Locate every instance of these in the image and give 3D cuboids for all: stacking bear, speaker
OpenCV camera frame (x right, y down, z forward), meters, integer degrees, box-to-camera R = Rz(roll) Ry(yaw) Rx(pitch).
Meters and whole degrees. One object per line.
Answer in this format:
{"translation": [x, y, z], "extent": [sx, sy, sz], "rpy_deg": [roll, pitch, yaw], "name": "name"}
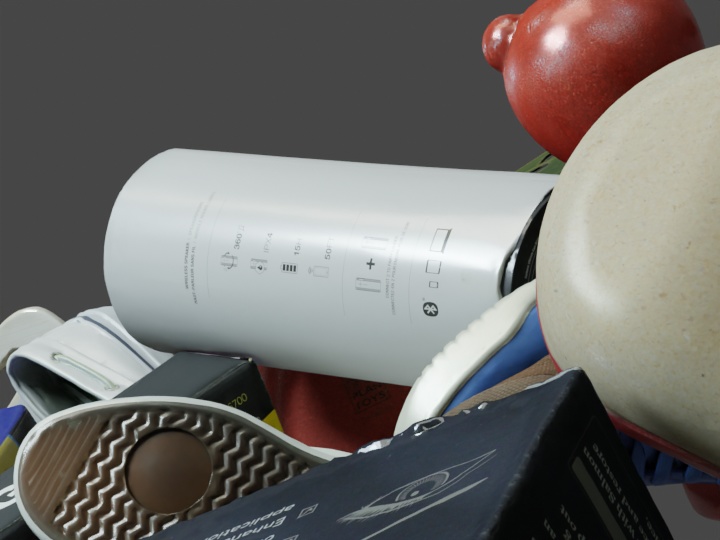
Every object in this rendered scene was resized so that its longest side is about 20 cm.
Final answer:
{"translation": [0.123, -0.020, 1.097], "extent": [0.121, 0.200, 0.114], "rpy_deg": [-28, 7, 25], "name": "stacking bear"}
{"translation": [0.036, 0.049, 1.253], "extent": [0.121, 0.114, 0.200], "rpy_deg": [-27, -10, 20], "name": "stacking bear"}
{"translation": [0.000, 0.000, 1.085], "extent": [0.200, 0.081, 0.081], "rpy_deg": [5, 30, 41], "name": "speaker"}

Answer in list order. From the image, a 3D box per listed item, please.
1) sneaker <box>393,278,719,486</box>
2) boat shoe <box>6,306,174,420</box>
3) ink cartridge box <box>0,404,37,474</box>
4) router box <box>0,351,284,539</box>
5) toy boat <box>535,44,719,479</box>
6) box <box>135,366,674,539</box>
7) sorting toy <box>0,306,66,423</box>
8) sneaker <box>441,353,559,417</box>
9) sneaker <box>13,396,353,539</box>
{"translation": [0.118, 0.048, 0.970], "extent": [0.200, 0.077, 0.111], "rpy_deg": [-19, 43, -20], "name": "sneaker"}
{"translation": [-0.082, 0.094, 1.324], "extent": [0.067, 0.200, 0.074], "rpy_deg": [-21, -44, -39], "name": "boat shoe"}
{"translation": [-0.144, 0.120, 1.260], "extent": [0.047, 0.200, 0.198], "rpy_deg": [-29, 7, 4], "name": "ink cartridge box"}
{"translation": [-0.097, 0.143, 1.078], "extent": [0.200, 0.149, 0.051], "rpy_deg": [-35, 24, -32], "name": "router box"}
{"translation": [0.149, 0.021, 0.872], "extent": [0.131, 0.200, 0.131], "rpy_deg": [-59, -17, -16], "name": "toy boat"}
{"translation": [-0.021, 0.144, 0.783], "extent": [0.196, 0.118, 0.200], "rpy_deg": [-23, 13, 26], "name": "box"}
{"translation": [-0.141, 0.105, 1.455], "extent": [0.107, 0.180, 0.200], "rpy_deg": [-35, 7, -35], "name": "sorting toy"}
{"translation": [0.021, 0.094, 0.941], "extent": [0.200, 0.070, 0.076], "rpy_deg": [-42, 11, 51], "name": "sneaker"}
{"translation": [-0.022, 0.095, 1.040], "extent": [0.199, 0.073, 0.085], "rpy_deg": [11, -15, 2], "name": "sneaker"}
